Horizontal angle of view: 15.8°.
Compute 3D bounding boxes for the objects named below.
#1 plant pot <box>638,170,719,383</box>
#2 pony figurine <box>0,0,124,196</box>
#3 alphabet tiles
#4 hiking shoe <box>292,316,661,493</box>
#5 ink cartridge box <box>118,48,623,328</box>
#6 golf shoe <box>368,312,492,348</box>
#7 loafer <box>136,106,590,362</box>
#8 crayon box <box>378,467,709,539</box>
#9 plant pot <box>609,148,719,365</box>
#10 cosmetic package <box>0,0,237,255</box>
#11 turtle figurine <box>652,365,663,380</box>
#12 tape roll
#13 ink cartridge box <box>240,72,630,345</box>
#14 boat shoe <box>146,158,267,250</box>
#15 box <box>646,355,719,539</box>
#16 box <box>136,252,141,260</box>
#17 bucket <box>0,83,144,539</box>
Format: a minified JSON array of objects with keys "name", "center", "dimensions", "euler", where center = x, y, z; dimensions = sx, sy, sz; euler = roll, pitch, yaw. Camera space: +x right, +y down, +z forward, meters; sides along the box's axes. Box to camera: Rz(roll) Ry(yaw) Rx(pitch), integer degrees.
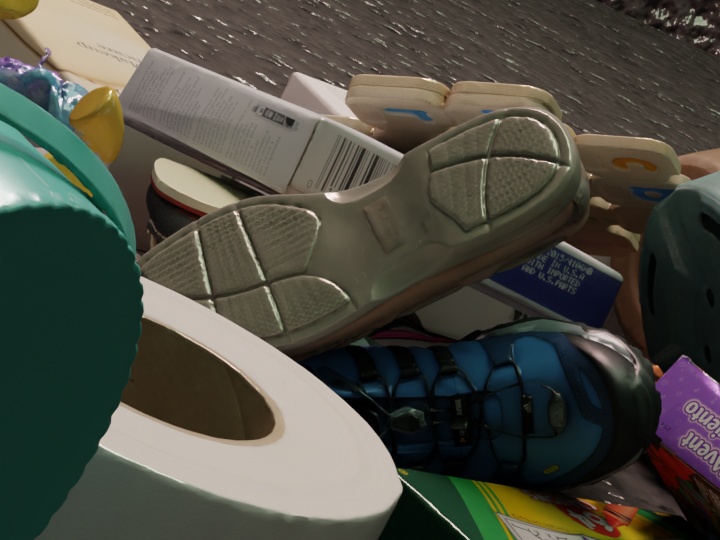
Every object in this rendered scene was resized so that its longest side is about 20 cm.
[{"name":"plant pot","center":[0.247,0.014,1.199],"dimensions":[0.195,0.201,0.200],"euler":[-14,30,-19]},{"name":"pony figurine","center":[-0.186,-0.070,1.035],"dimensions":[0.193,0.167,0.200],"euler":[40,-24,-10]},{"name":"alphabet tiles","center":[0.068,-0.049,1.254],"dimensions":[0.195,0.015,0.200],"euler":[6,-18,22]},{"name":"hiking shoe","center":[0.024,0.064,1.048],"dimensions":[0.199,0.075,0.087],"euler":[-3,11,34]},{"name":"ink cartridge box","center":[-0.008,-0.041,1.193],"dimensions":[0.199,0.041,0.200],"euler":[26,0,-39]},{"name":"golf shoe","center":[0.056,0.065,1.193],"dimensions":[0.199,0.073,0.092],"euler":[11,23,-23]},{"name":"loafer","center":[0.000,0.000,1.044],"dimensions":[0.063,0.199,0.072],"euler":[56,15,-58]},{"name":"crayon box","center":[0.113,0.152,0.991],"dimensions":[0.200,0.058,0.172],"euler":[14,19,-48]},{"name":"plant pot","center":[0.232,0.003,1.400],"dimensions":[0.174,0.201,0.200],"euler":[7,23,-34]},{"name":"cosmetic package","center":[-0.148,-0.084,1.339],"dimensions":[0.103,0.073,0.200],"euler":[18,16,-34]},{"name":"turtle figurine","center":[0.221,0.117,1.315],"dimensions":[0.200,0.065,0.161],"euler":[28,3,43]},{"name":"tape roll","center":[-0.089,0.062,0.922],"dimensions":[0.202,0.071,0.203],"euler":[25,15,-7]},{"name":"ink cartridge box","center":[0.052,-0.022,1.460],"dimensions":[0.200,0.084,0.145],"euler":[18,17,-34]},{"name":"boat shoe","center":[-0.063,-0.009,1.159],"dimensions":[0.071,0.063,0.200],"euler":[28,1,4]},{"name":"box","center":[0.196,0.131,1.089],"dimensions":[0.137,0.039,0.200],"euler":[38,-11,39]},{"name":"box","center":[-0.182,-0.037,1.169],"dimensions":[0.200,0.039,0.041],"euler":[34,16,25]},{"name":"bucket","center":[-0.165,0.016,0.694],"dimensions":[0.135,0.208,0.207],"euler":[39,17,23]}]
